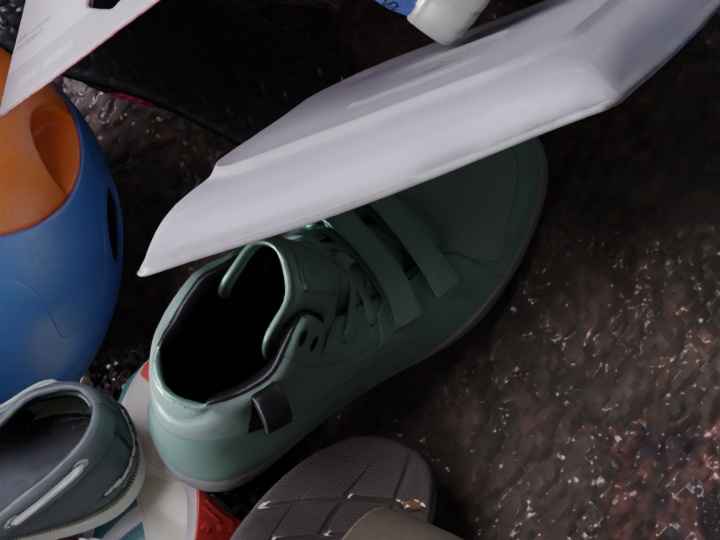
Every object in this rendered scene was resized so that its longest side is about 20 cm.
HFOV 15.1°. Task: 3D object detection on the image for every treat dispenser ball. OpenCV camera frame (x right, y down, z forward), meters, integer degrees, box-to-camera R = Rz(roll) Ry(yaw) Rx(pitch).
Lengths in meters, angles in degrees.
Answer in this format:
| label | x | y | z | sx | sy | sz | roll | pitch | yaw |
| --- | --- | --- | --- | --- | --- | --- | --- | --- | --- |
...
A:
| label | x | y | z | sx | sy | sz | roll | pitch | yaw |
| --- | --- | --- | --- | --- | --- | --- | --- | --- | --- |
| treat dispenser ball | -0.203 | -0.010 | 1.174 | 0.200 | 0.201 | 0.202 | -15 | 63 | 32 |

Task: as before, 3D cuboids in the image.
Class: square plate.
| label | x | y | z | sx | sy | sz | roll | pitch | yaw |
| --- | --- | --- | --- | --- | --- | --- | --- | --- | --- |
| square plate | 0.031 | -0.065 | 1.029 | 0.199 | 0.198 | 0.029 | -19 | 101 | 25 |

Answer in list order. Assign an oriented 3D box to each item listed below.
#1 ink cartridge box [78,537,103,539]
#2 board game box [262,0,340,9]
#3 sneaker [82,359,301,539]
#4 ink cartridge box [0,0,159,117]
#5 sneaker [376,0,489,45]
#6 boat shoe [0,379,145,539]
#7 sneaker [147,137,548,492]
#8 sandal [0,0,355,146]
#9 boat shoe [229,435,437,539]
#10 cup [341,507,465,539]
| label | x | y | z | sx | sy | sz | roll | pitch | yaw |
| --- | --- | --- | --- | --- | --- | --- | --- | --- | --- |
| ink cartridge box | -0.072 | 0.206 | 0.920 | 0.084 | 0.146 | 0.201 | 15 | 75 | 14 |
| board game box | -0.064 | -0.234 | 1.228 | 0.159 | 0.097 | 0.201 | 12 | 79 | 40 |
| sneaker | -0.078 | 0.125 | 1.121 | 0.093 | 0.070 | 0.201 | -17 | 62 | 50 |
| ink cartridge box | -0.065 | -0.161 | 1.053 | 0.200 | 0.045 | 0.177 | -27 | 50 | 53 |
| sneaker | 0.043 | -0.200 | 1.059 | 0.200 | 0.111 | 0.077 | -58 | 4 | -2 |
| boat shoe | -0.184 | 0.092 | 1.067 | 0.199 | 0.062 | 0.073 | -19 | 65 | -5 |
| sneaker | 0.000 | 0.001 | 1.041 | 0.200 | 0.118 | 0.074 | -43 | 78 | -12 |
| sandal | -0.095 | -0.103 | 1.170 | 0.075 | 0.199 | 0.045 | -62 | 8 | -5 |
| boat shoe | -0.030 | 0.157 | 1.046 | 0.074 | 0.073 | 0.200 | 26 | 78 | 15 |
| cup | 0.050 | 0.194 | 0.921 | 0.143 | 0.200 | 0.201 | 12 | 78 | 15 |
